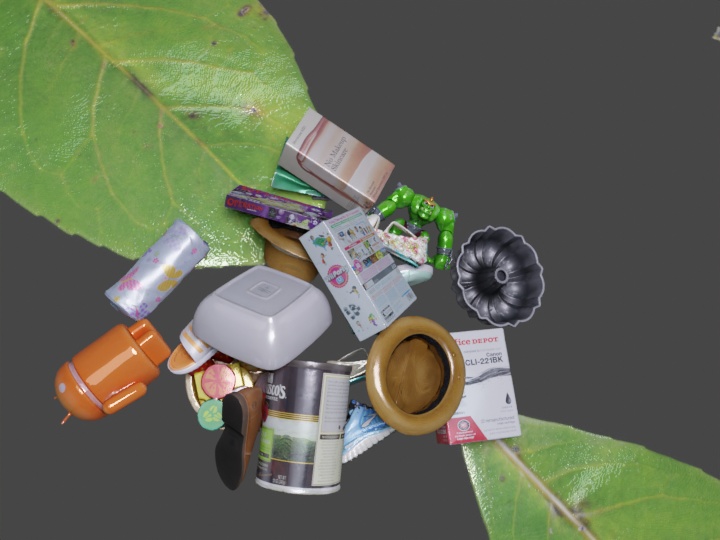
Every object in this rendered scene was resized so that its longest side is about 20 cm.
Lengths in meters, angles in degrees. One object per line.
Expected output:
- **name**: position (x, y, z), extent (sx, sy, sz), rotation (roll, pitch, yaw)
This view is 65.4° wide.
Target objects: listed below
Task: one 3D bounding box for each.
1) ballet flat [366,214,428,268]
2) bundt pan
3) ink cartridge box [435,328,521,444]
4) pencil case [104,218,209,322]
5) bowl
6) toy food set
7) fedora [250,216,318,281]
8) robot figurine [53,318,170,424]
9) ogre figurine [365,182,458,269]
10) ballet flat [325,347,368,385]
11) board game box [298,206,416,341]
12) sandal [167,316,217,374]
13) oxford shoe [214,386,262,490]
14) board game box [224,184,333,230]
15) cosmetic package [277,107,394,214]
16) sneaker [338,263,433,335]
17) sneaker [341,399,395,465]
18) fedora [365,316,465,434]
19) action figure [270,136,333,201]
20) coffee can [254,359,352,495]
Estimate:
- **ballet flat**: position (0.041, -0.068, 1.074), extent (0.197, 0.076, 0.065), rotation (24, 86, 9)
- **bundt pan**: position (0.264, 0.018, 1.127), extent (0.198, 0.076, 0.206), rotation (5, 75, -18)
- **ink cartridge box**: position (0.209, 0.218, 1.068), extent (0.142, 0.084, 0.204), rotation (-4, 75, -10)
- **pencil case**: position (-0.370, -0.001, 1.026), extent (0.090, 0.084, 0.201), rotation (26, 68, 35)
- **bowl**: position (-0.164, 0.063, 0.954), extent (0.197, 0.076, 0.199), rotation (19, 32, 25)
- **toy food set**: position (-0.217, 0.194, 1.019), extent (0.197, 0.049, 0.201), rotation (-13, 78, -13)
- **fedora**: position (-0.123, -0.037, 1.058), extent (0.198, 0.201, 0.083), rotation (18, 109, -5)
- **robot figurine**: position (-0.425, 0.173, 0.953), extent (0.199, 0.117, 0.144), rotation (-38, 84, -17)
- **ogre figurine**: position (0.110, -0.095, 1.136), extent (0.198, 0.098, 0.121), rotation (27, 90, 14)
- **ballet flat**: position (0.029, 0.171, 1.062), extent (0.197, 0.068, 0.063), rotation (-12, 67, -13)
- **board game box**: position (0.000, 0.000, 0.977), extent (0.202, 0.064, 0.147), rotation (59, 29, 0)
- **sandal**: position (-0.266, 0.096, 1.004), extent (0.206, 0.060, 0.079), rotation (-41, 42, -24)
- **oxford shoe**: position (-0.199, 0.287, 0.956), extent (0.071, 0.203, 0.071), rotation (28, 26, 28)
- **board game box**: position (-0.152, -0.119, 1.081), extent (0.197, 0.120, 0.033), rotation (15, 102, -5)
- **cosmetic package**: position (-0.047, -0.205, 1.084), extent (0.198, 0.087, 0.104), rotation (31, 66, -8)
- **sneaker**: position (0.059, 0.062, 1.088), extent (0.197, 0.074, 0.120), rotation (-16, 72, -4)
- **sneaker**: position (0.018, 0.268, 1.026), extent (0.198, 0.079, 0.091), rotation (-29, 78, -16)
- **fedora**: position (0.088, 0.184, 0.982), extent (0.197, 0.082, 0.204), rotation (6, 70, -18)
- **action figure**: position (-0.075, -0.183, 1.144), extent (0.197, 0.055, 0.120), rotation (19, 71, -12)
- **coffee can**: position (-0.094, 0.255, 0.946), extent (0.144, 0.146, 0.204), rotation (7, 80, -8)
